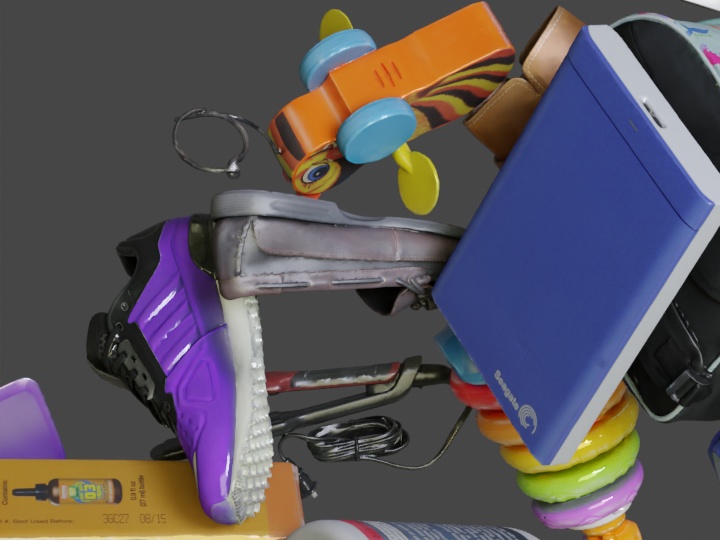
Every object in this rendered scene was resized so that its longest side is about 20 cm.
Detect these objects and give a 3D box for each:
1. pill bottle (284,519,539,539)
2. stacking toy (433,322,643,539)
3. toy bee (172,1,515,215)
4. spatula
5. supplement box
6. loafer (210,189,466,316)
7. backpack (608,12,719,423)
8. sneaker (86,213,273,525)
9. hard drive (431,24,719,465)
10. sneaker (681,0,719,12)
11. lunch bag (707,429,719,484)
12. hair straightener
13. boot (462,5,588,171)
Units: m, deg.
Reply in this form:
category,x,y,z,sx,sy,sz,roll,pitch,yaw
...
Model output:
category,x,y,z,sx,sy,sz,roll,pitch,yaw
pill bottle,0.053,0.202,1.678,0.199,0.119,0.121,5,97,-35
stacking toy,0.127,0.108,1.749,0.109,0.116,0.201,-23,106,-3
toy bee,-0.012,-0.089,1.717,0.198,0.109,0.132,-2,63,-6
spatula,-0.179,0.161,1.759,0.056,0.021,0.201,-23,99,-5
supplement box,-0.133,0.151,1.694,0.198,0.067,0.069,3,128,-10
loafer,0.000,0.000,1.711,0.199,0.072,0.063,11,78,-32
backpack,0.188,-0.039,1.629,0.200,0.150,0.178,55,130,25
sneaker,-0.105,0.058,1.699,0.099,0.070,0.201,-8,56,3
hard drive,0.114,-0.012,1.596,0.025,0.132,0.201,-5,139,-36
sneaker,0.168,-0.221,1.720,0.199,0.074,0.116,22,95,-1
lunch bag,0.293,0.173,1.738,0.200,0.170,0.128,43,90,-10
hair straightener,-0.027,0.094,1.764,0.198,0.041,0.078,-7,98,-10
boot,0.171,-0.103,1.743,0.155,0.074,0.200,42,88,-5
